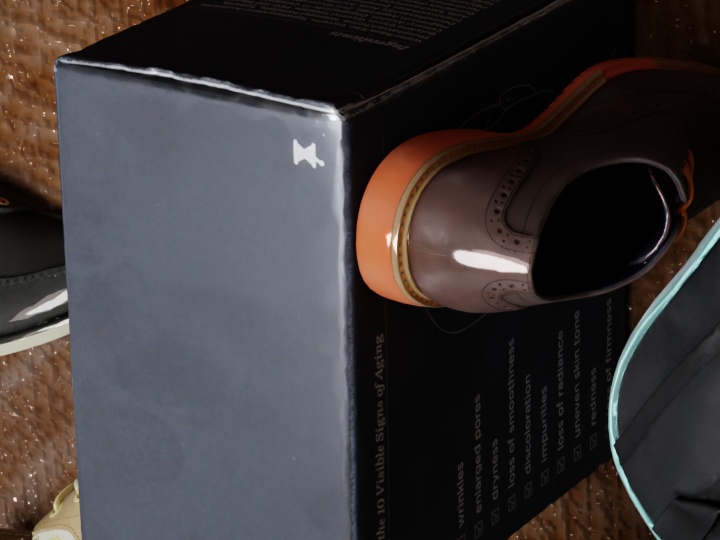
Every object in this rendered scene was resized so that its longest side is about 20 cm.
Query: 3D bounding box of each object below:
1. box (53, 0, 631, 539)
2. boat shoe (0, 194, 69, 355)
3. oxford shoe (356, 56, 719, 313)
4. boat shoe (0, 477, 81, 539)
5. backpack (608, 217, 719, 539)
[{"bbox_3d":[0.000,0.000,1.047,0.123,0.196,0.201,12,115,29],"label":"box"},{"bbox_3d":[-0.173,-0.004,1.236,0.201,0.074,0.063,-1,117,38],"label":"boat shoe"},{"bbox_3d":[0.087,-0.023,0.976,0.072,0.200,0.072,16,116,37],"label":"oxford shoe"},{"bbox_3d":[-0.094,0.114,1.243,0.199,0.074,0.067,-1,96,32],"label":"boat shoe"},{"bbox_3d":[0.188,0.033,0.964,0.176,0.153,0.200,44,117,13],"label":"backpack"}]
